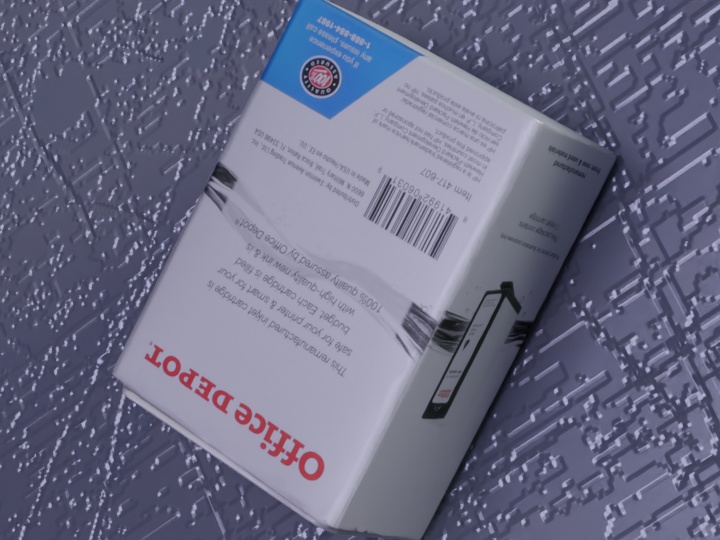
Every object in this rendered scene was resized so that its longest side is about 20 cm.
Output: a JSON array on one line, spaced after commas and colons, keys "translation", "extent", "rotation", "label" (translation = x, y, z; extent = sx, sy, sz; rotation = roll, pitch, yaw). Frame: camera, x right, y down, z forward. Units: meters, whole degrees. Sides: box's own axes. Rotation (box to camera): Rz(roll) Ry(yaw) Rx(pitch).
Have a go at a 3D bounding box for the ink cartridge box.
[{"translation": [0.000, 0.000, 1.160], "extent": [0.146, 0.084, 0.201], "rotation": [32, 98, 31], "label": "ink cartridge box"}]
